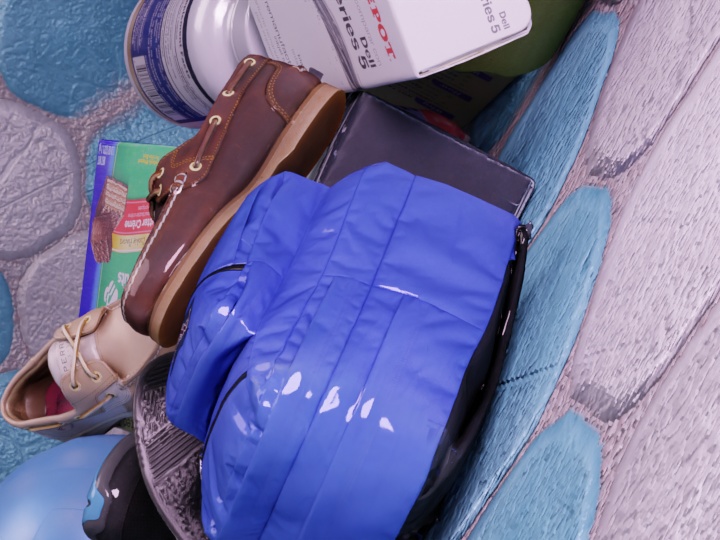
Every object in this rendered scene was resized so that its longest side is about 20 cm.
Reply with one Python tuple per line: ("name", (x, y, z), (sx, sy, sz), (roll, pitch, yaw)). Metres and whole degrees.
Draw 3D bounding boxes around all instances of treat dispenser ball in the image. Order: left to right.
("treat dispenser ball", (-0.169, 0.211, 1.653), (0.202, 0.200, 0.201), (-62, 8, 16))

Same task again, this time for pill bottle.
("pill bottle", (-0.076, -0.154, 1.638), (0.200, 0.111, 0.112), (2, 65, 65))

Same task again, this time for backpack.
("backpack", (-0.017, 0.064, 1.280), (0.163, 0.167, 0.201), (108, 179, -48))

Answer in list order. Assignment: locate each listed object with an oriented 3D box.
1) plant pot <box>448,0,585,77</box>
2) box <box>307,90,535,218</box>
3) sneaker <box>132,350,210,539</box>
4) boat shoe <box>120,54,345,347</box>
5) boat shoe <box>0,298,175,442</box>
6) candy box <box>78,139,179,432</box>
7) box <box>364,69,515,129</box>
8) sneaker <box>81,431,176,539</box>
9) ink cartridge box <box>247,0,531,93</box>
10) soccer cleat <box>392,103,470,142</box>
("plant pot", (0.091, -0.228, 1.517), (0.201, 0.199, 0.191), (-73, -1, -48))
("box", (0.000, 0.000, 1.525), (0.197, 0.123, 0.200), (-62, 8, 1))
("sneaker", (-0.075, 0.150, 1.434), (0.083, 0.201, 0.121), (-22, -12, -10))
("boat shoe", (-0.085, -0.043, 1.390), (0.200, 0.070, 0.071), (-55, -15, -34))
("boat shoe", (-0.178, 0.065, 1.634), (0.200, 0.069, 0.074), (-41, 53, 46))
("candy box", (-0.127, 0.015, 1.697), (0.169, 0.077, 0.201), (9, 93, 57))
("box", (0.026, -0.192, 1.749), (0.097, 0.175, 0.200), (-67, 8, -18))
("sneaker", (-0.093, 0.143, 1.510), (0.200, 0.082, 0.074), (4, -73, -59))
("ink cartridge box", (0.002, -0.185, 1.438), (0.084, 0.146, 0.200), (-24, 8, -22))
("soccer cleat", (0.013, -0.060, 1.778), (0.200, 0.076, 0.067), (-51, 15, 58))
